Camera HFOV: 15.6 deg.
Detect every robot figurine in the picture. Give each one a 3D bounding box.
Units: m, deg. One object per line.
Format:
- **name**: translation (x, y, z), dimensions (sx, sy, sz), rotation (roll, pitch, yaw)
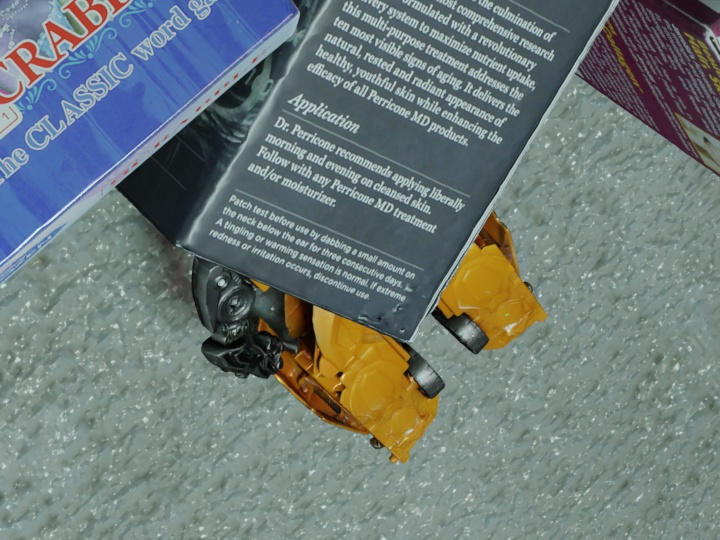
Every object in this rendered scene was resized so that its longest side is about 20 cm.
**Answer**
- **robot figurine**: translation (0.000, 0.000, 1.121), dimensions (0.145, 0.058, 0.200), rotation (-46, 141, -3)

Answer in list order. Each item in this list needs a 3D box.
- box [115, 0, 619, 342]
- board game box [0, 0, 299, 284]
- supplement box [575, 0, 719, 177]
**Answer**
- **box**: translation (-0.021, -0.115, 0.959), dimensions (0.124, 0.200, 0.197), rotation (24, 101, -41)
- **board game box**: translation (-0.158, -0.089, 0.824), dimensions (0.200, 0.041, 0.200), rotation (-42, 89, -8)
- **supplement box**: translation (0.141, -0.122, 1.065), dimensions (0.103, 0.200, 0.131), rotation (-41, 133, -6)
